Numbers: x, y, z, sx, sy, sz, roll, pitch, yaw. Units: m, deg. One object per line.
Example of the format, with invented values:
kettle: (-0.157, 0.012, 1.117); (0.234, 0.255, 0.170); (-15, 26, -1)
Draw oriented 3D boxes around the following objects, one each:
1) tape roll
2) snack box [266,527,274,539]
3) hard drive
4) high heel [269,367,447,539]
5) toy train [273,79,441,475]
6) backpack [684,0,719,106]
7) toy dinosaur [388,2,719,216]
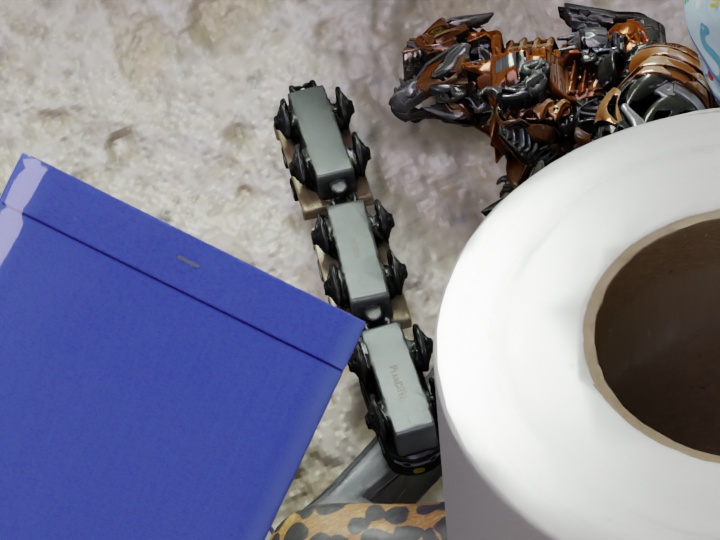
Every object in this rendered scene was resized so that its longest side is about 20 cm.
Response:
tape roll: (0.126, 0.066, 0.914); (0.201, 0.140, 0.204); (-3, 48, 3)
snack box: (-0.103, 0.178, 1.087); (0.199, 0.024, 0.072); (-33, 64, 0)
hard drive: (-0.099, 0.080, 0.958); (0.131, 0.025, 0.201); (26, 86, -9)
high heel: (0.061, 0.121, 1.026); (0.199, 0.072, 0.143); (23, 59, 35)
toy train: (0.000, 0.000, 1.093); (0.034, 0.046, 0.201); (-14, 47, -4)
backpack: (0.219, -0.108, 1.042); (0.199, 0.154, 0.164); (-5, 56, -33)
toy dinosaur: (0.103, -0.048, 1.088); (0.199, 0.102, 0.136); (0, 51, 36)
